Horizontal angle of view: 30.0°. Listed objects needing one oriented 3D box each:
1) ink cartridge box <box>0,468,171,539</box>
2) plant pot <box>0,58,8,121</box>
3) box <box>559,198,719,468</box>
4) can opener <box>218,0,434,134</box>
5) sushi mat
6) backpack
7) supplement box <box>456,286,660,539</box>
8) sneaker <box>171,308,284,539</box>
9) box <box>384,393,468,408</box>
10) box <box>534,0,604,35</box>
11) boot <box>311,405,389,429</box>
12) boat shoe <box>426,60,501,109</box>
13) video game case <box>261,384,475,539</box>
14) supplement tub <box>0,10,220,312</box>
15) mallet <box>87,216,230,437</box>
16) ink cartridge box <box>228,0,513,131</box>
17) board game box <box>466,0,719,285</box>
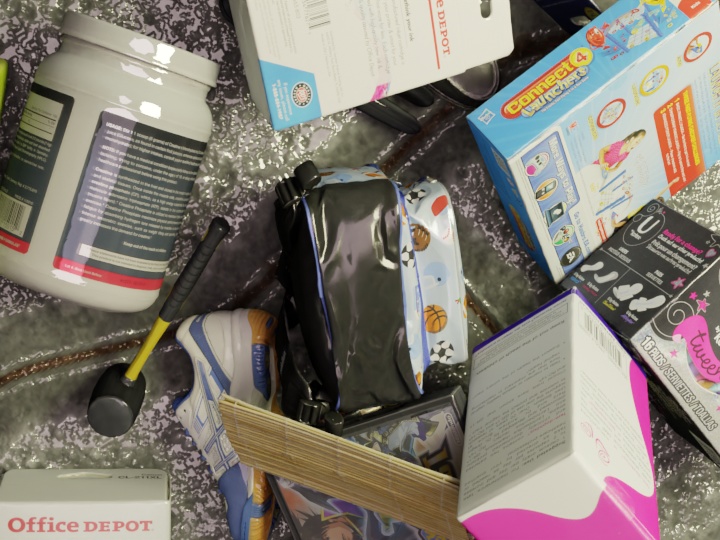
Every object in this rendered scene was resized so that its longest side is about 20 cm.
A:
[{"bbox_3d":[-0.228,0.270,1.095,0.144,0.083,0.202,0,98,-8],"label":"ink cartridge box"},{"bbox_3d":[-0.367,-0.067,0.977,0.197,0.200,0.183,4,104,-9],"label":"plant pot"},{"bbox_3d":[0.281,0.060,1.097,0.115,0.132,0.200,-43,116,-1],"label":"box"},{"bbox_3d":[-0.026,-0.173,1.079,0.200,0.079,0.064,37,83,-20],"label":"can opener"},{"bbox_3d":[-0.011,0.147,0.989,0.199,0.096,0.012,17,59,18],"label":"sushi mat"},{"bbox_3d":[0.000,0.000,1.041,0.153,0.190,0.202,-6,104,-14],"label":"backpack"},{"bbox_3d":[0.141,0.121,0.956,0.103,0.200,0.101,-34,110,24],"label":"supplement box"},{"bbox_3d":[-0.109,0.129,1.111,0.087,0.075,0.202,1,99,12],"label":"sneaker"},{"bbox_3d":[0.122,0.125,1.101,0.198,0.075,0.051,-2,91,-27],"label":"box"},{"bbox_3d":[0.124,-0.265,1.058,0.200,0.121,0.032,44,89,-12],"label":"box"},{"bbox_3d":[-0.007,0.188,1.122,0.199,0.073,0.152,-23,101,-9],"label":"boot"},{"bbox_3d":[0.053,-0.217,1.085,0.073,0.063,0.202,-33,102,-5],"label":"boat shoe"},{"bbox_3d":[0.035,0.205,1.035,0.180,0.025,0.201,-20,98,27],"label":"video game case"},{"bbox_3d":[-0.195,-0.081,1.024,0.139,0.140,0.202,18,95,-10],"label":"supplement tub"},{"bbox_3d":[-0.157,0.047,1.049,0.041,0.066,0.201,29,118,-10],"label":"mallet"},{"bbox_3d":[0.008,-0.195,1.007,0.198,0.068,0.116,-18,123,-12],"label":"ink cartridge box"},{"bbox_3d":[0.197,-0.109,1.061,0.195,0.200,0.056,-37,56,-3],"label":"board game box"}]
